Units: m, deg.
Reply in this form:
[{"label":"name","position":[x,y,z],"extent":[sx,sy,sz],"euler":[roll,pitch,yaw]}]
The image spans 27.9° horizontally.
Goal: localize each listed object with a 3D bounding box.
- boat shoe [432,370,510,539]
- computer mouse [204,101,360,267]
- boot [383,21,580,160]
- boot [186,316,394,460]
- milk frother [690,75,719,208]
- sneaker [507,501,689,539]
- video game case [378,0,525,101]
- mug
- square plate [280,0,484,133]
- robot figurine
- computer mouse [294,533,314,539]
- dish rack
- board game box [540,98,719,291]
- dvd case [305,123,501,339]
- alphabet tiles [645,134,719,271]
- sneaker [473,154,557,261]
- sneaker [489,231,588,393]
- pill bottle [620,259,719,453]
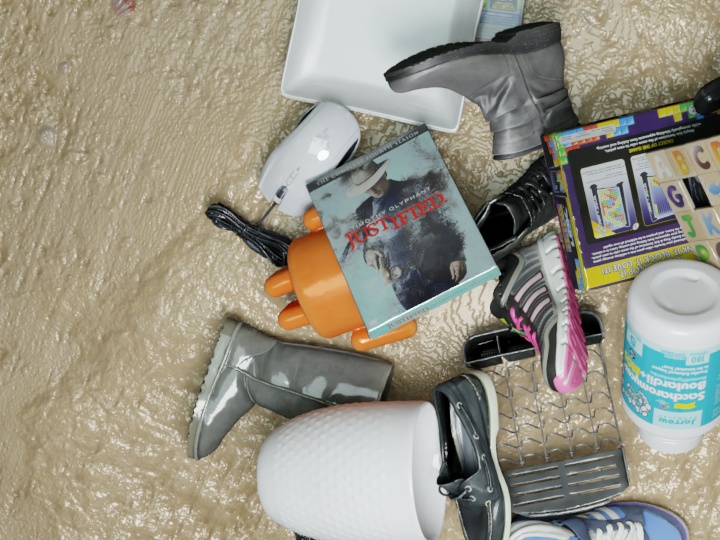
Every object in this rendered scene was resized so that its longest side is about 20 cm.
[{"label":"boat shoe","position":[0.108,0.206,1.495],"extent":[0.066,0.074,0.200],"euler":[-4,93,-35]},{"label":"computer mouse","position":[-0.077,-0.097,1.558],"extent":[0.110,0.044,0.200],"euler":[39,116,3]},{"label":"boot","position":[0.130,-0.172,1.484],"extent":[0.199,0.070,0.132],"euler":[-14,105,-10]},{"label":"boot","position":[-0.079,0.156,1.604],"extent":[0.199,0.073,0.182],"euler":[20,102,0]},{"label":"milk frother","position":[0.430,-0.135,1.372],"extent":[0.188,0.200,0.181],"euler":[-26,94,-14]},{"label":"sneaker","position":[0.245,0.295,1.515],"extent":[0.199,0.146,0.081],"euler":[2,97,10]},{"label":"video game case","position":[0.103,-0.283,1.538],"extent":[0.143,0.018,0.201],"euler":[9,98,10]},{"label":"mug","position":[-0.006,0.232,1.520],"extent":[0.175,0.148,0.200],"euler":[-4,128,17]},{"label":"square plate","position":[0.028,-0.263,1.530],"extent":[0.197,0.028,0.201],"euler":[13,99,9]},{"label":"robot figurine","position":[0.001,0.002,1.541],"extent":[0.199,0.117,0.144],"euler":[-22,57,10]},{"label":"computer mouse","position":[0.011,0.275,1.606],"extent":[0.199,0.046,0.141],"euler":[-22,91,12]},{"label":"dish rack","position":[0.199,0.155,1.524],"extent":[0.153,0.055,0.201],"euler":[-13,71,13]},{"label":"board game box","position":[0.299,-0.082,1.478],"extent":[0.199,0.057,0.166],"euler":[-13,96,-8]},{"label":"dvd case","position":[0.039,-0.043,1.466],"extent":[0.146,0.022,0.200],"euler":[-26,54,6]},{"label":"alphabet tiles","position":[0.359,-0.050,1.362],"extent":[0.008,0.200,0.168],"euler":[-30,97,-20]},{"label":"sneaker","position":[0.160,-0.056,1.494],"extent":[0.200,0.104,0.060],"euler":[-42,86,0]},{"label":"sneaker","position":[0.179,0.050,1.491],"extent":[0.087,0.200,0.074],"euler":[-16,137,14]},{"label":"pill bottle","position":[0.321,0.094,1.465],"extent":[0.110,0.111,0.200],"euler":[3,132,10]}]
